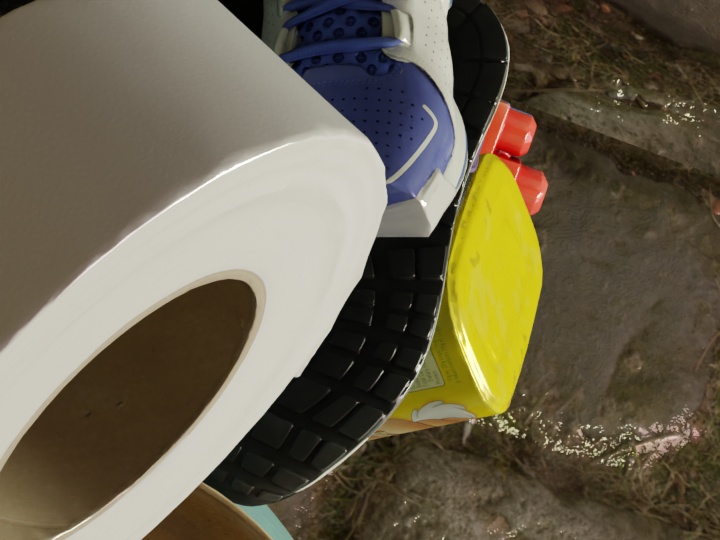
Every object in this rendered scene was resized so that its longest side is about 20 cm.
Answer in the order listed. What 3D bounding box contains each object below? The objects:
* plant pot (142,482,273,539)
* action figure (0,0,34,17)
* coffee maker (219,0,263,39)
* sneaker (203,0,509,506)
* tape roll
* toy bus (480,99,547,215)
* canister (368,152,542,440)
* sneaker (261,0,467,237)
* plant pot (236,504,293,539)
[{"bbox_3d":[-0.105,0.148,0.803,0.027,0.200,0.200,-117,-134,-76],"label":"plant pot"},{"bbox_3d":[-0.052,-0.133,0.727,0.200,0.102,0.119,-64,163,-46],"label":"action figure"},{"bbox_3d":[-0.033,-0.091,0.977,0.192,0.135,0.200,99,13,-68],"label":"coffee maker"},{"bbox_3d":[0.000,0.000,0.887,0.088,0.076,0.200,95,21,-73],"label":"sneaker"},{"bbox_3d":[-0.086,0.017,0.667,0.202,0.071,0.202,-42,162,-17],"label":"tape roll"},{"bbox_3d":[0.009,-0.081,1.273,0.200,0.192,0.136,-32,145,-82],"label":"toy bus"},{"bbox_3d":[-0.029,0.024,1.095,0.149,0.200,0.087,-68,140,-56],"label":"canister"},{"bbox_3d":[-0.006,-0.111,0.807,0.115,0.081,0.199,70,24,-44],"label":"sneaker"},{"bbox_3d":[-0.104,0.128,0.899,0.200,0.200,0.134,-65,153,-54],"label":"plant pot"}]
